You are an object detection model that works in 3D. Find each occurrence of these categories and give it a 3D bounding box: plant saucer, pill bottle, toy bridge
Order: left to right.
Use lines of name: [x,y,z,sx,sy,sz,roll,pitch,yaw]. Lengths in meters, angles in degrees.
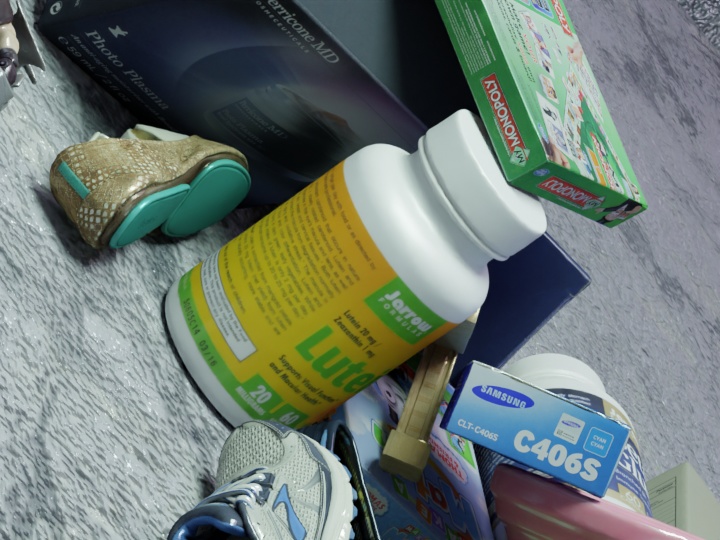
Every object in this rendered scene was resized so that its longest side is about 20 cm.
pill bottle: [0.000,0.000,1.518,0.111,0.200,0.111,48,18,-22]
toy bridge: [0.053,0.029,1.589,0.027,0.200,0.067,18,-20,2]
pill bottle: [0.128,0.139,1.758,0.111,0.111,0.200,48,18,-24]
plant saucer: [0.162,0.165,1.536,0.200,0.051,0.201,22,-3,1]

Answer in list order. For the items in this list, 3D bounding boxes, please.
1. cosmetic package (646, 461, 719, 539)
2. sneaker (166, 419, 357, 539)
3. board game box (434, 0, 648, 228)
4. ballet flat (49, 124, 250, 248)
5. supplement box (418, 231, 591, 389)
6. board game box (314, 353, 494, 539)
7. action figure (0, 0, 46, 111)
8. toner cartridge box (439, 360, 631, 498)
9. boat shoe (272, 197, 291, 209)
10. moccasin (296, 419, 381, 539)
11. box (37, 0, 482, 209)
cosmetic package: [0.199,0.222,1.817,0.087,0.103,0.200,53,19,-13]
sneaker: [-0.053,0.132,1.349,0.085,0.077,0.200,41,21,-29]
board game box: [0.091,-0.128,1.563,0.135,0.029,0.200,20,45,-58]
ballet flat: [-0.119,-0.055,1.539,0.065,0.071,0.200,43,12,9]
supplement box: [0.057,-0.008,1.744,0.110,0.109,0.200,45,2,-11]
board game box: [0.019,0.101,1.662,0.151,0.037,0.200,44,21,-33]
action figure: [-0.227,-0.140,1.404,0.130,0.069,0.200,49,13,5]
toner cartridge box: [0.096,0.089,1.551,0.095,0.043,0.200,22,-2,1]
boat shoe: [-0.024,-0.066,1.784,0.071,0.065,0.200,46,9,-24]
moccasin: [-0.008,0.161,1.422,0.080,0.068,0.200,30,30,-55]
box: [-0.046,-0.146,1.627,0.200,0.198,0.123,42,55,-36]
